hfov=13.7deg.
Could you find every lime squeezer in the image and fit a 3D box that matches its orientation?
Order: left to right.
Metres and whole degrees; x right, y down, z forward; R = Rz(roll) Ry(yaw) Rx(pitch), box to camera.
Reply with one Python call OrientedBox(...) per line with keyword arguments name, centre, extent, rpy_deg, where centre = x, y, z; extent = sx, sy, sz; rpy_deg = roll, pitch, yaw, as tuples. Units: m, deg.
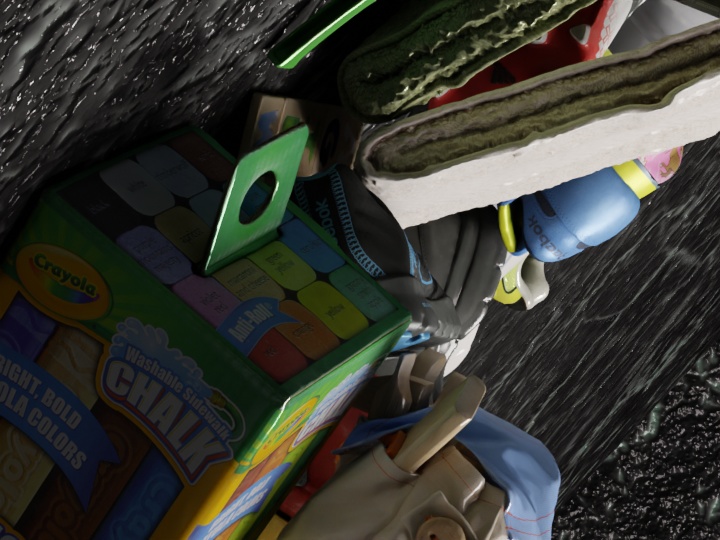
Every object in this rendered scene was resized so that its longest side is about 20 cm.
OrientedBox(name="lime squeezer", centre=(0.038, -0.160, 1.188), extent=(0.070, 0.038, 0.200), rpy_deg=(15, 121, -43))

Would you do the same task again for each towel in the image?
OrientedBox(name="towel", centre=(0.083, -0.136, 1.248), extent=(0.200, 0.037, 0.148), rpy_deg=(-29, -167, 48))
OrientedBox(name="towel", centre=(0.089, -0.061, 1.326), extent=(0.199, 0.035, 0.133), rpy_deg=(-18, 171, -7))

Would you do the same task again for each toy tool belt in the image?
OrientedBox(name="toy tool belt", centre=(0.037, 0.091, 1.246), extent=(0.123, 0.124, 0.200), rpy_deg=(-66, 172, 9))

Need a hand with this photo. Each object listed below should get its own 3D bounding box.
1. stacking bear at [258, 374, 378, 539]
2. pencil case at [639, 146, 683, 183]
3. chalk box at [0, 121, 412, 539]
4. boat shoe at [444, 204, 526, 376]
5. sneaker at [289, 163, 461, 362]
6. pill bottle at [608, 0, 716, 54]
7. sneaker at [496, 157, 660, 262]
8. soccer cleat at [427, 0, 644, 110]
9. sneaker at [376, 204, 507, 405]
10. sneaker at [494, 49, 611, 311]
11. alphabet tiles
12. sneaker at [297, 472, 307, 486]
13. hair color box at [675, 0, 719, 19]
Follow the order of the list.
OrientedBox(name="stacking bear", centre=(-0.020, 0.147, 1.398), extent=(0.201, 0.121, 0.114), rpy_deg=(-60, 164, -2))
OrientedBox(name="pencil case", centre=(0.188, -0.138, 1.704), extent=(0.083, 0.086, 0.200), rpy_deg=(-93, -152, -46))
OrientedBox(name="chalk box", centre=(-0.072, 0.033, 1.147), extent=(0.200, 0.124, 0.125), rpy_deg=(-55, 168, 27))
OrientedBox(name="boat shoe", centre=(0.036, 0.007, 1.648), extent=(0.068, 0.072, 0.200), rpy_deg=(-10, 159, -30))
OrientedBox(name="sneaker", centre=(0.000, 0.000, 1.286), extent=(0.073, 0.082, 0.200), rpy_deg=(-18, 176, -3))
OrientedBox(name="pill bottle", centre=(0.213, -0.185, 1.545), extent=(0.200, 0.116, 0.116), rpy_deg=(-55, 167, 30))
OrientedBox(name="sneaker", centre=(0.086, -0.056, 1.493), extent=(0.078, 0.066, 0.200), rpy_deg=(-43, -160, 5))
OrientedBox(name="soccer cleat", centre=(0.106, -0.134, 1.435), extent=(0.201, 0.069, 0.085), rpy_deg=(-56, 163, 11))
OrientedBox(name="sneaker", centre=(0.002, 0.048, 1.483), extent=(0.076, 0.090, 0.201), rpy_deg=(-8, -117, 62))
OrientedBox(name="sneaker", centre=(0.117, -0.065, 1.681), extent=(0.075, 0.076, 0.200), rpy_deg=(-29, 156, -55))
OrientedBox(name="alphabet tiles", centre=(-0.044, 0.024, 1.306), extent=(0.167, 0.008, 0.201), rpy_deg=(-3, 107, -75))
OrientedBox(name="sneaker", centre=(-0.071, 0.170, 1.486), extent=(0.201, 0.077, 0.086), rpy_deg=(-62, -164, -2))
OrientedBox(name="hair color box", centre=(0.207, -0.203, 1.341), extent=(0.061, 0.099, 0.201), rpy_deg=(105, 8, -67))
